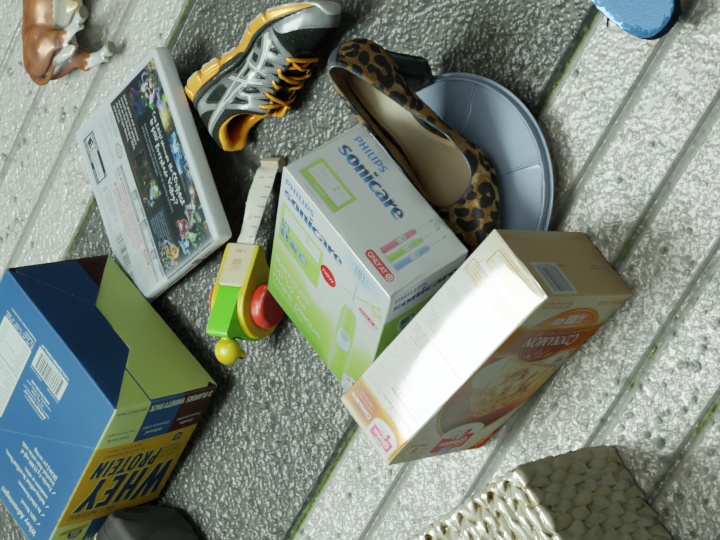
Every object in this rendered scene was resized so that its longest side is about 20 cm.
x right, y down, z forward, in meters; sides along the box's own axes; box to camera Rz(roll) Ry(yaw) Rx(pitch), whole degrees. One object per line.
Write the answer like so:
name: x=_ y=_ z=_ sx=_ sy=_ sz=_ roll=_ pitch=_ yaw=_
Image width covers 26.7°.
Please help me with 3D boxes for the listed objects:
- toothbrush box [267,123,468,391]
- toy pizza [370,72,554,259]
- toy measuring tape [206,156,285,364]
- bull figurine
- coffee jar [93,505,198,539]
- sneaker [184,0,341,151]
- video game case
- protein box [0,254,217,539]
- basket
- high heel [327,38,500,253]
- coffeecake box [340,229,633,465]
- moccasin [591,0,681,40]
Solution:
toothbrush box: x=0.000 y=0.000 z=1.279 sx=0.146 sy=0.086 sz=0.201 roll=51 pitch=155 yaw=19
toy pizza: x=0.083 y=-0.069 z=1.318 sx=0.198 sy=0.032 sz=0.203 roll=1 pitch=92 yaw=34
toy measuring tape: x=-0.096 y=-0.004 z=1.439 sx=0.073 sy=0.073 sz=0.203 roll=4 pitch=71 yaw=34
bull figurine: x=-0.314 y=-0.296 z=1.571 sx=0.120 sy=0.065 sz=0.203 roll=-5 pitch=88 yaw=38
coffee jar: x=-0.244 y=0.326 z=1.507 sx=0.085 sy=0.104 sz=0.201 roll=45 pitch=113 yaw=28
sneaker: x=-0.082 y=-0.184 z=1.410 sx=0.199 sy=0.078 sz=0.078 roll=-35 pitch=70 yaw=41
video game case: x=-0.208 y=-0.088 z=1.500 sx=0.181 sy=0.023 sz=0.202 roll=-34 pitch=71 yaw=47
protein box: x=-0.281 y=0.130 z=1.496 sx=0.199 sy=0.134 sz=0.201 roll=46 pitch=123 yaw=26
basket: x=0.148 y=0.258 z=1.176 sx=0.161 sy=0.199 sz=0.199 roll=-42 pitch=69 yaw=25
high heel: x=0.041 y=-0.095 z=1.241 sx=0.071 sy=0.142 sz=0.202 roll=-32 pitch=74 yaw=30
coffeecake box: x=0.103 y=0.061 z=1.231 sx=0.200 sy=0.153 sz=0.073 roll=-49 pitch=65 yaw=25
moccasin: x=0.198 y=-0.270 z=1.217 sx=0.080 sy=0.068 sz=0.202 roll=-36 pitch=72 yaw=21
